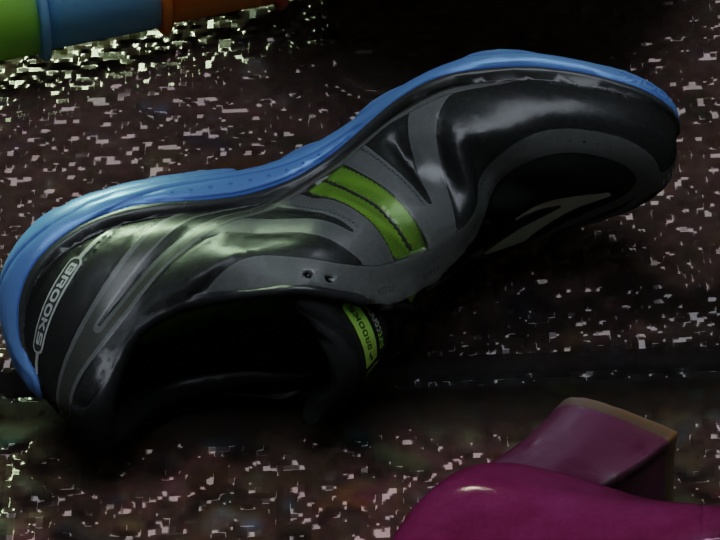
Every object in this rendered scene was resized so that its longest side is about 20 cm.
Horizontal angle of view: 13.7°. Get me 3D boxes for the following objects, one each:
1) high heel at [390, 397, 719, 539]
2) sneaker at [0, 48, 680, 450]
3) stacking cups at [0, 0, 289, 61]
[{"bbox_3d":[0.099,0.094,0.738,0.200,0.068,0.096,15,39,37],"label":"high heel"},{"bbox_3d":[0.000,0.000,0.843,0.199,0.071,0.083,-20,52,-8],"label":"sneaker"},{"bbox_3d":[-0.085,-0.096,0.943,0.200,0.061,0.061,-11,46,-8],"label":"stacking cups"}]
